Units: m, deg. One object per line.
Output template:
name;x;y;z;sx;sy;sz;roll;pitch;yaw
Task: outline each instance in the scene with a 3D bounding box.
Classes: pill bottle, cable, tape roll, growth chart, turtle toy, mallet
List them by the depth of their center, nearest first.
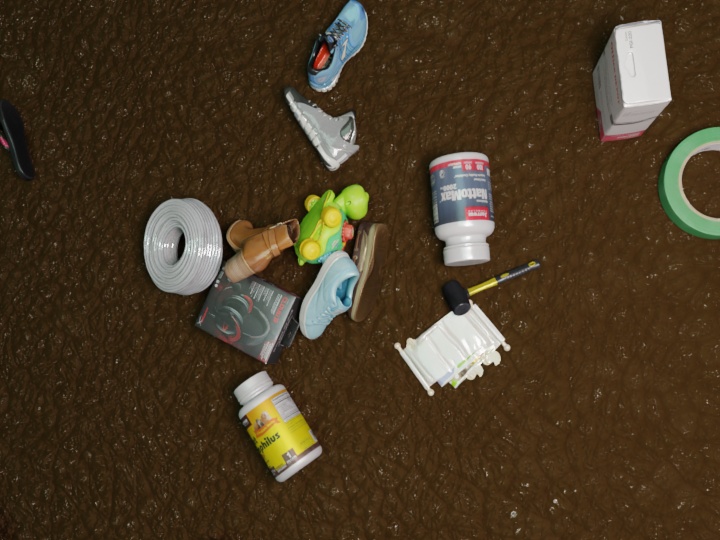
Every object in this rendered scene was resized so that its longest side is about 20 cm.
tape roll;0.665;-0.162;1.235;0.196;0.048;0.205;-1;84;11
pill bottle;0.200;-0.116;1.285;0.117;0.120;0.204;-6;84;10
mallet;0.261;0.031;1.291;0.196;0.041;0.067;-17;52;5
growth chart;0.184;0.157;1.312;0.198;0.018;0.146;-33;80;6
pill bottle;-0.170;0.307;1.318;0.108;0.109;0.202;-36;79;5
turtle toy;-0.061;-0.091;1.334;0.100;0.146;0.202;34;93;-29
cable;-0.372;-0.051;1.383;0.197;0.069;0.205;2;87;36

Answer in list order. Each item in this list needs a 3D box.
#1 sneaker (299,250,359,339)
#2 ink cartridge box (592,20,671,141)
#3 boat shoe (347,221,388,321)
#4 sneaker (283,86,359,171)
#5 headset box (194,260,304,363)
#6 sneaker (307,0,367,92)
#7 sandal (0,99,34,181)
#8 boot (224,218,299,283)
sneaker;-0.061;0.065;1.304;0.082;0.073;0.203;46;125;41
ink cartridge box;0.490;-0.340;1.209;0.083;0.200;0.149;-6;83;10
boat shoe;0.000;0.000;1.344;0.071;0.072;0.204;12;92;32
sneaker;-0.070;-0.320;1.388;0.114;0.075;0.202;-33;89;1
headset box;-0.219;0.091;1.367;0.197;0.075;0.151;26;89;13
sneaker;-0.048;-0.476;1.383;0.077;0.090;0.203;27;89;12
sandal;-0.806;-0.299;1.523;0.044;0.075;0.204;-18;84;8
boot;-0.191;-0.067;1.329;0.153;0.202;0.074;-30;124;15
